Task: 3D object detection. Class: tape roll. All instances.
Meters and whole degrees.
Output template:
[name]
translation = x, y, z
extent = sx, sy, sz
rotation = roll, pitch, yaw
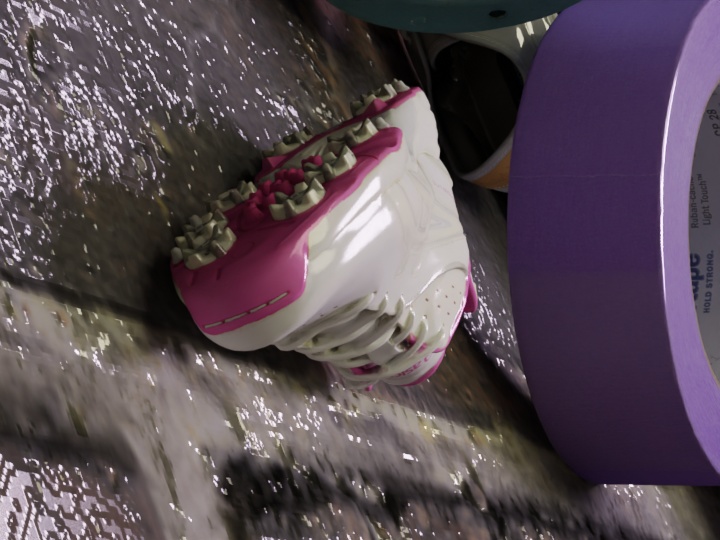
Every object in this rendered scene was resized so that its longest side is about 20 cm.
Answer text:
[tape roll]
translation = 0.127, -0.013, 1.104
extent = 0.200, 0.065, 0.201
rotation = 2, 88, -64

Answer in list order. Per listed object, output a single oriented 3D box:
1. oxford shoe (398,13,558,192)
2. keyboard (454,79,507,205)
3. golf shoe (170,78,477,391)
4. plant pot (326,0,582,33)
[oxford shoe]
translation = 0.036, -0.121, 1.138
extent = 0.058, 0.075, 0.201
rotation = -10, 71, -42
[keyboard]
translation = 0.063, -0.104, 1.227
extent = 0.201, 0.040, 0.104
rotation = 66, 19, 7
[golf shoe]
translation = 0.000, 0.000, 0.849
extent = 0.092, 0.075, 0.200
rotation = 64, 18, -7
[plant pot]
translation = 0.035, -0.189, 1.034
extent = 0.200, 0.200, 0.162
rotation = 35, 46, -56
